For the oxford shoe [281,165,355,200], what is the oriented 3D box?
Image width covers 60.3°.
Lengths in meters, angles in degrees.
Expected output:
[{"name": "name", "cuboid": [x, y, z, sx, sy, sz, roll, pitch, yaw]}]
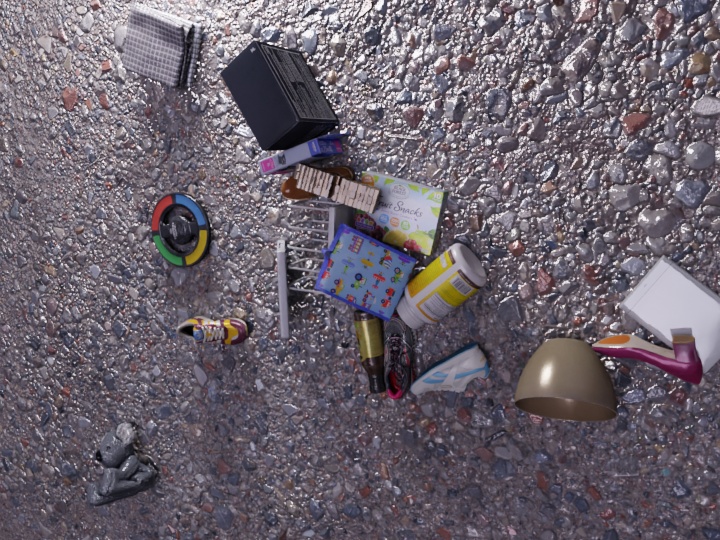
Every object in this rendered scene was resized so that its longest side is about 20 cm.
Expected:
[{"name": "oxford shoe", "cuboid": [-0.114, -0.208, 1.464, 0.197, 0.071, 0.073, -11, 98, 27]}]

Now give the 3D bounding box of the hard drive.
[{"name": "hard drive", "cuboid": [0.629, 0.085, 1.206, 0.199, 0.027, 0.133, 40, 114, 12]}]

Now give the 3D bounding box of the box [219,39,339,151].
[{"name": "box", "cuboid": [-0.177, -0.384, 1.385, 0.122, 0.198, 0.202, -31, 87, 26]}]

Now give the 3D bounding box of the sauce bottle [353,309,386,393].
[{"name": "sauce bottle", "cuboid": [0.027, 0.192, 1.481, 0.064, 0.065, 0.204, -6, 96, 25]}]

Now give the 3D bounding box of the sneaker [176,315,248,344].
[{"name": "sneaker", "cuboid": [-0.395, 0.167, 1.654, 0.196, 0.090, 0.077, 0, 101, 25]}]

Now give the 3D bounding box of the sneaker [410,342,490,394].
[{"name": "sneaker", "cuboid": [0.199, 0.243, 1.408, 0.199, 0.076, 0.082, -33, 88, 28]}]

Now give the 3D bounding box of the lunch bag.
[{"name": "lunch bag", "cuboid": [0.000, 0.000, 1.362, 0.198, 0.094, 0.153, 24, 93, -26]}]

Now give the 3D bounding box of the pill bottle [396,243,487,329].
[{"name": "pill bottle", "cuboid": [0.172, 0.041, 1.360, 0.199, 0.109, 0.110, -41, 83, 25]}]

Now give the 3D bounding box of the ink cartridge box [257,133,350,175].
[{"name": "ink cartridge box", "cuboid": [-0.125, -0.267, 1.428, 0.197, 0.119, 0.043, -18, 93, 26]}]

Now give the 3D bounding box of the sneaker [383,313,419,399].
[{"name": "sneaker", "cuboid": [0.090, 0.201, 1.449, 0.079, 0.074, 0.204, -3, 98, 24]}]

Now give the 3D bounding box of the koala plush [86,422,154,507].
[{"name": "koala plush", "cuboid": [-0.725, 0.574, 1.868, 0.177, 0.182, 0.203, -39, 62, 37]}]

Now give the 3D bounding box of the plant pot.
[{"name": "plant pot", "cuboid": [0.416, 0.217, 1.259, 0.197, 0.200, 0.137, -1, 65, 24]}]

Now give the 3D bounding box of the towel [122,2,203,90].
[{"name": "towel", "cuboid": [-0.505, -0.562, 1.563, 0.197, 0.085, 0.168, 24, 110, 18]}]

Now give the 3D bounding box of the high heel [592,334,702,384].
[{"name": "high heel", "cuboid": [0.566, 0.179, 1.230, 0.197, 0.067, 0.098, -7, 105, 32]}]

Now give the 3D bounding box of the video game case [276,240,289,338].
[{"name": "video game case", "cuboid": [-0.186, 0.040, 1.492, 0.023, 0.182, 0.204, -3, 101, -7]}]

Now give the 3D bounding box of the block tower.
[{"name": "block tower", "cuboid": [-0.049, -0.183, 1.379, 0.197, 0.058, 0.055, 21, 104, 14]}]

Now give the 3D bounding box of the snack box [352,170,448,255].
[{"name": "snack box", "cuboid": [0.087, -0.131, 1.395, 0.197, 0.053, 0.145, 17, 105, 21]}]

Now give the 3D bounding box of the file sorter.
[{"name": "file sorter", "cuboid": [-0.094, -0.057, 1.440, 0.122, 0.139, 0.204, 6, 103, 18]}]

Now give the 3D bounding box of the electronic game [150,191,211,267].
[{"name": "electronic game", "cuboid": [-0.484, -0.109, 1.667, 0.196, 0.041, 0.204, 5, 103, 24]}]
